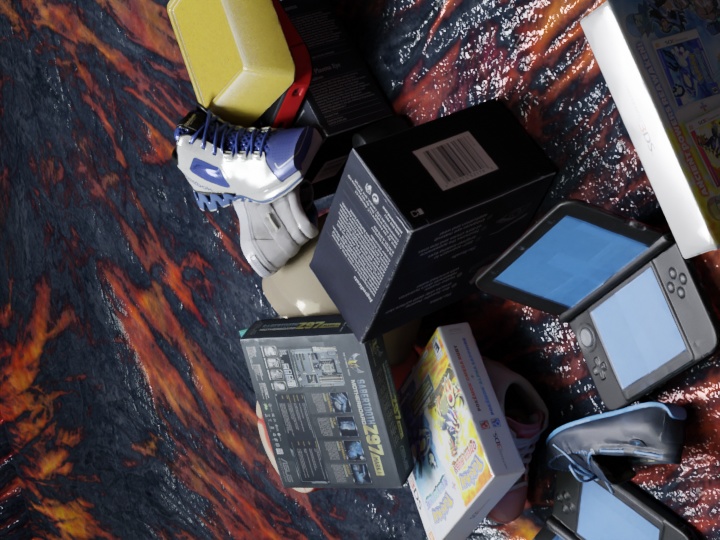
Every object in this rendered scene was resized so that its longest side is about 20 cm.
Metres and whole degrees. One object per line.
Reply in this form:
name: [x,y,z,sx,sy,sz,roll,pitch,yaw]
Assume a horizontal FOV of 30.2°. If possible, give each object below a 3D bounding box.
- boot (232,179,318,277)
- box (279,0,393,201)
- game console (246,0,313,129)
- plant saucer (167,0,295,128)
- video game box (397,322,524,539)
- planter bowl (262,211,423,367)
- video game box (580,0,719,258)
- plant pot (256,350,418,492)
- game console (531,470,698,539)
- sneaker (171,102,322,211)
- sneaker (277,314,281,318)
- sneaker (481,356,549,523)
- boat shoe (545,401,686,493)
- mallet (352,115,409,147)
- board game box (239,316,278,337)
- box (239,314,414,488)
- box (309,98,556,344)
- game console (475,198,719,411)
boot: [-0.094,-0.075,1.578,0.074,0.095,0.201,48,-166,-34]
box: [-0.076,-0.203,1.634,0.184,0.103,0.200,61,148,12]
game console: [-0.125,-0.244,1.566,0.178,0.031,0.201,62,148,21]
plant saucer: [-0.161,-0.272,1.536,0.200,0.048,0.203,-32,76,60]
video game box: [0.101,0.190,1.508,0.184,0.046,0.201,68,152,27]
planter bowl: [0.000,0.000,1.582,0.200,0.199,0.136,43,114,35]
video game box: [0.284,-0.132,1.037,0.047,0.181,0.202,-29,84,58]
plant pot: [-0.026,0.186,1.723,0.200,0.176,0.203,36,136,43]
game console: [0.246,0.319,1.434,0.199,0.117,0.173,34,135,43]
sneaker: [-0.151,-0.137,1.535,0.198,0.081,0.115,-11,133,40]
sneaker: [-0.077,0.080,1.834,0.114,0.075,0.202,43,134,40]
sneaker: [0.168,0.203,1.524,0.104,0.075,0.203,11,113,61]
boat shoe: [0.252,0.186,1.365,0.200,0.083,0.070,141,133,-60]
mallet: [-0.002,-0.116,1.608,0.041,0.065,0.200,58,148,14]
board game box: [-0.096,0.166,1.948,0.152,0.045,0.203,-16,95,60]
box: [-0.036,0.150,1.509,0.156,0.051,0.202,-4,114,26]
box: [0.071,-0.052,1.405,0.118,0.195,0.201,53,146,24]
game console: [0.226,0.040,1.289,0.200,0.117,0.174,-47,59,57]
